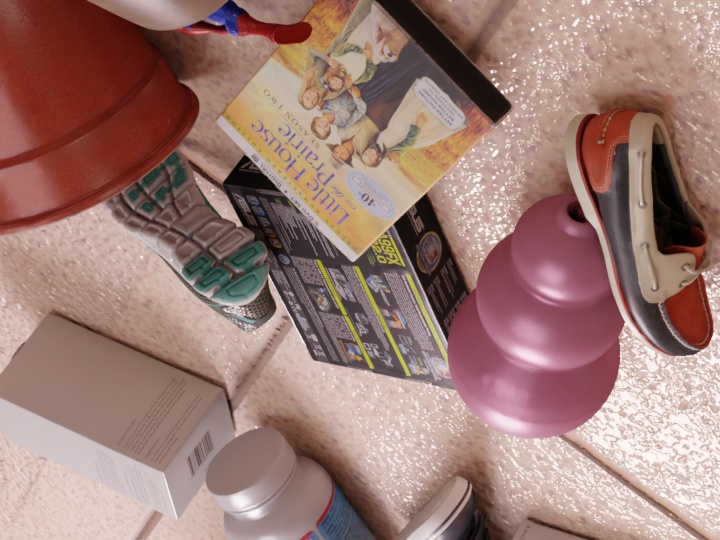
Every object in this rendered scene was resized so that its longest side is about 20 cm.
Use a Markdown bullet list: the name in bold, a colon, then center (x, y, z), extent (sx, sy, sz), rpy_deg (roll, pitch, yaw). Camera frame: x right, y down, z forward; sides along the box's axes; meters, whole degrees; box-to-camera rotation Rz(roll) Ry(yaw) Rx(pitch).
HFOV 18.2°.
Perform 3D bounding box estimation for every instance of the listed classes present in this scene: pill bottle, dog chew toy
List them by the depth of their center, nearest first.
- **dog chew toy**: center (0.131, 0.026, 1.559), extent (0.124, 0.125, 0.200), rpy_deg (28, 140, 12)
- **pill bottle**: center (-0.055, 0.239, 2.032), extent (0.108, 0.109, 0.200), rpy_deg (0, 134, 44)

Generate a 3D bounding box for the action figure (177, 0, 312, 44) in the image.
- **action figure**: center (-0.105, -0.192, 1.546), extent (0.200, 0.052, 0.066), rpy_deg (15, 118, 47)

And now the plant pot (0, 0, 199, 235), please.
- **plant pot**: center (-0.246, -0.162, 1.616), extent (0.200, 0.201, 0.196), rpy_deg (3, 128, 42)

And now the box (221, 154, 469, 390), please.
- **box**: center (0.000, 0.000, 1.718), extent (0.160, 0.044, 0.200), rpy_deg (9, 140, 36)

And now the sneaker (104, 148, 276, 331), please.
- **sneaker**: center (-0.132, -0.022, 1.749), extent (0.200, 0.077, 0.091), rpy_deg (49, 172, 34)

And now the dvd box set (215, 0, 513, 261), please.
- **dvd box set**: center (-0.002, -0.108, 1.542), extent (0.146, 0.029, 0.200), rpy_deg (46, 139, -1)

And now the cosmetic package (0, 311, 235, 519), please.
- **cosmetic package**: center (-0.228, 0.131, 2.057), extent (0.199, 0.108, 0.085), rpy_deg (23, 148, 24)

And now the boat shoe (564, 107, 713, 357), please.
- **boat shoe**: center (0.197, -0.022, 1.476), extent (0.062, 0.071, 0.201), rpy_deg (-3, 128, 35)

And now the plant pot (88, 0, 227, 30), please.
- **plant pot**: center (-0.154, -0.244, 1.427), extent (0.199, 0.201, 0.175), rpy_deg (9, 157, 36)

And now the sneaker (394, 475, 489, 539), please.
- **sneaker**: center (0.078, 0.235, 1.928), extent (0.079, 0.079, 0.200), rpy_deg (39, 160, 4)

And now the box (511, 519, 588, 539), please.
- **box**: center (0.213, 0.304, 1.926), extent (0.144, 0.036, 0.201), rpy_deg (14, 142, 32)
